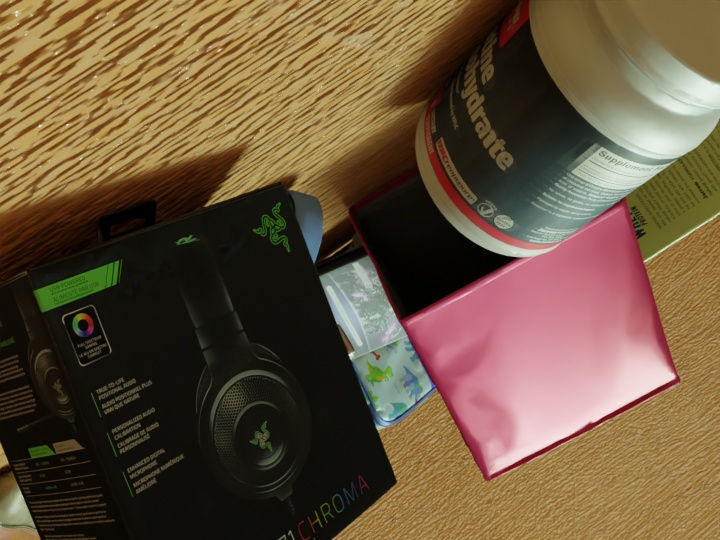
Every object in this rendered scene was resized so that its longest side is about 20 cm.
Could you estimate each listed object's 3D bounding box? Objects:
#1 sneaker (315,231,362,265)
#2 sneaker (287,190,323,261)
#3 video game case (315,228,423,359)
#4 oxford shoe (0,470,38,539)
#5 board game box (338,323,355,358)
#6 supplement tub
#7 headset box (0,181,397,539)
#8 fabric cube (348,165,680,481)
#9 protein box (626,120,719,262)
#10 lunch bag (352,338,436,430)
[{"bbox_3d":[0.000,0.000,0.964,0.199,0.077,0.082,-38,178,32],"label":"sneaker"},{"bbox_3d":[-0.106,0.020,0.618,0.077,0.070,0.201,24,110,-40],"label":"sneaker"},{"bbox_3d":[-0.014,0.041,0.911,0.198,0.019,0.144,-24,137,3],"label":"video game case"},{"bbox_3d":[-0.361,0.252,0.997,0.075,0.071,0.200,-39,174,-3],"label":"oxford shoe"},{"bbox_3d":[-0.100,0.123,0.847,0.198,0.035,0.126,-30,172,-10],"label":"board game box"},{"bbox_3d":[0.138,-0.110,0.568,0.140,0.141,0.200,-28,171,-39],"label":"supplement tub"},{"bbox_3d":[-0.093,0.064,0.473,0.092,0.203,0.173,-18,-175,42],"label":"headset box"},{"bbox_3d":[0.131,0.016,0.781,0.194,0.200,0.201,-29,-147,3],"label":"fabric cube"},{"bbox_3d":[0.294,-0.133,0.900,0.199,0.200,0.135,-37,172,29],"label":"protein box"},{"bbox_3d":[0.013,0.104,1.194,0.082,0.202,0.160,-30,176,43],"label":"lunch bag"}]
